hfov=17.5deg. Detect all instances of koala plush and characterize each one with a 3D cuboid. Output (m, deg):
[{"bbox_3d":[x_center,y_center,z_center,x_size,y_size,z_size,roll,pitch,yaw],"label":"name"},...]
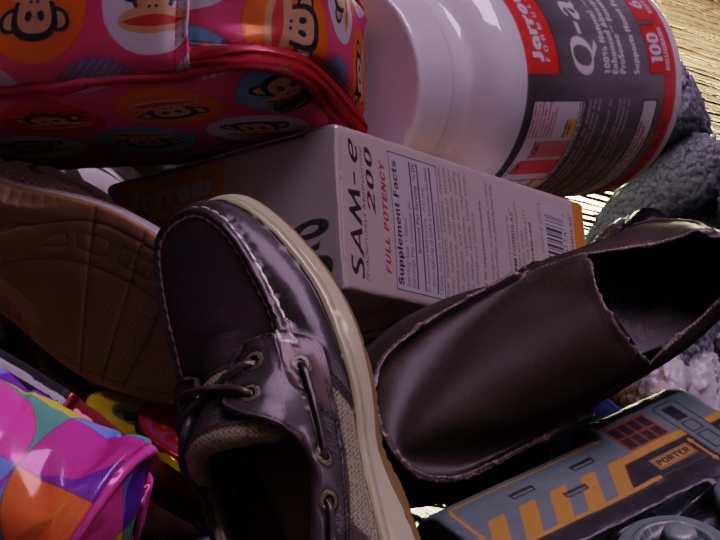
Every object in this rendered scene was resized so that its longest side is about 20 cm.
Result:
[{"bbox_3d":[0.156,0.019,1.227,0.177,0.184,0.200,25,39,23],"label":"koala plush"}]

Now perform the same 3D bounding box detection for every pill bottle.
[{"bbox_3d":[0.055,-0.090,1.119,0.116,0.116,0.200,35,25,33],"label":"pill bottle"}]

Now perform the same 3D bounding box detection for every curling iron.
[{"bbox_3d":[-0.109,0.063,0.872,0.200,0.026,0.050,40,31,1],"label":"curling iron"}]

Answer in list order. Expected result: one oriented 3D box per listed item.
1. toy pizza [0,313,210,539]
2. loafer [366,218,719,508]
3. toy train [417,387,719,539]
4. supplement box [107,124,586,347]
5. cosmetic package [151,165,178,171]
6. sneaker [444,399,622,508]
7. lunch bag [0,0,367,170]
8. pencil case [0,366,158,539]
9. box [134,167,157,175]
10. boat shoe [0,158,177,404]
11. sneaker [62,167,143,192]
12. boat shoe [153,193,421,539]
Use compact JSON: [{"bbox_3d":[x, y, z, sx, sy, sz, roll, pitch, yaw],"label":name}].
[{"bbox_3d":[-0.128,0.051,0.950,0.200,0.032,0.200,20,19,-7],"label":"toy pizza"},{"bbox_3d":[0.075,0.025,0.930,0.200,0.071,0.073,-31,86,-28],"label":"loafer"},{"bbox_3d":[0.095,0.115,0.902,0.200,0.085,0.114,-22,38,-32],"label":"toy train"},{"bbox_3d":[0.000,0.000,1.042,0.126,0.074,0.200,-13,-16,35],"label":"supplement box"},{"bbox_3d":[-0.045,-0.066,1.188,0.108,0.085,0.200,29,-1,39],"label":"cosmetic package"},{"bbox_3d":[0.091,0.099,1.026,0.200,0.078,0.070,40,20,-22],"label":"sneaker"},{"bbox_3d":[-0.098,-0.089,0.993,0.200,0.082,0.176,-2,-10,13],"label":"lunch bag"},{"bbox_3d":[-0.166,0.051,0.823,0.200,0.088,0.088,31,20,14],"label":"pencil case"},{"bbox_3d":[-0.140,-0.169,1.277,0.166,0.200,0.164,15,20,-23],"label":"box"},{"bbox_3d":[-0.121,-0.009,0.962,0.200,0.071,0.069,26,18,11],"label":"boat shoe"},{"bbox_3d":[-0.187,-0.055,1.106,0.200,0.074,0.088,29,17,19],"label":"sneaker"},{"bbox_3d":[-0.033,0.060,0.852,0.065,0.073,0.200,1,57,-50],"label":"boat shoe"}]
